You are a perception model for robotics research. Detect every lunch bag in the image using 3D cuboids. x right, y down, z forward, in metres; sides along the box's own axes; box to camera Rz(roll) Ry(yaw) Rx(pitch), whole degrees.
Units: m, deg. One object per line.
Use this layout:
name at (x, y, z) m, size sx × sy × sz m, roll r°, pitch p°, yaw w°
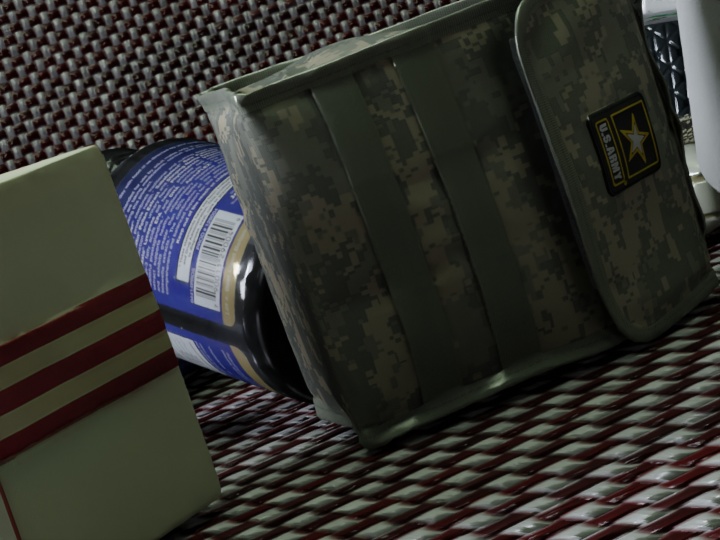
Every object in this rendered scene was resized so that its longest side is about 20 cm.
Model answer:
lunch bag at (0.055, -0.036, 0.942) m, size 0.200 × 0.164 × 0.118 m, roll -22°, pitch 10°, yaw -12°

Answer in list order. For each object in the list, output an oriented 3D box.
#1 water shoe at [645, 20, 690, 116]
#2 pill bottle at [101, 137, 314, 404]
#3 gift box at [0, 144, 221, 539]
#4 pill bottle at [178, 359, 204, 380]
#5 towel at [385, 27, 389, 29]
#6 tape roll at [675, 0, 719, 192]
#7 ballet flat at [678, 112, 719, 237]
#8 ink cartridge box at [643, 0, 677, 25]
water shoe at (0.229, -0.101, 1.202) m, size 0.200 × 0.072 × 0.079 m, roll 0°, pitch -7°, yaw 18°
pill bottle at (-0.069, -0.007, 1.081) m, size 0.112 × 0.112 × 0.200 m, roll -24°, pitch 25°, yaw -35°
gift box at (-0.197, 0.051, 0.843) m, size 0.184 × 0.200 × 0.187 m, roll -21°, pitch 6°, yaw 32°
pill bottle at (-0.144, 0.025, 1.238) m, size 0.111 × 0.111 × 0.200 m, roll -14°, pitch 9°, yaw 38°
towel at (0.068, -0.084, 1.316) m, size 0.144 × 0.024 × 0.200 m, roll -1°, pitch -30°, yaw -9°
tape roll at (0.250, -0.125, 1.016) m, size 0.202 × 0.139 × 0.203 m, roll -9°, pitch 24°, yaw 4°
ballet flat at (0.206, -0.053, 1.116) m, size 0.200 × 0.068 × 0.075 m, roll -15°, pitch 16°, yaw 6°
ink cartridge box at (0.166, -0.155, 1.195) m, size 0.161 × 0.050 × 0.200 m, roll -12°, pitch -1°, yaw -26°
